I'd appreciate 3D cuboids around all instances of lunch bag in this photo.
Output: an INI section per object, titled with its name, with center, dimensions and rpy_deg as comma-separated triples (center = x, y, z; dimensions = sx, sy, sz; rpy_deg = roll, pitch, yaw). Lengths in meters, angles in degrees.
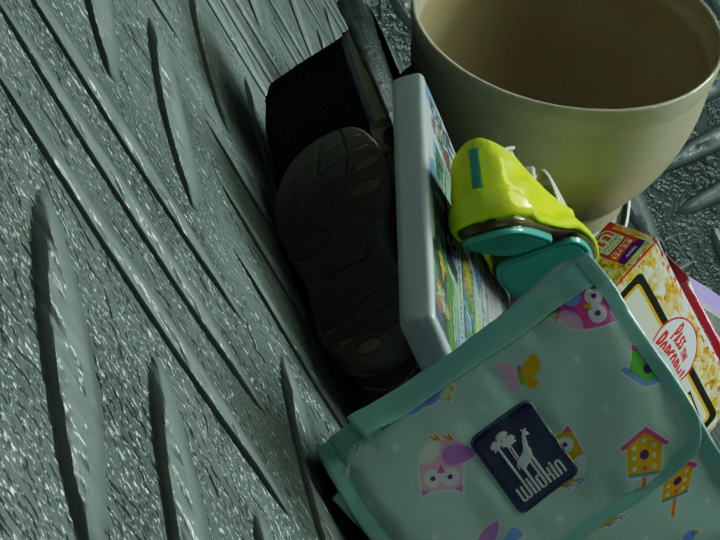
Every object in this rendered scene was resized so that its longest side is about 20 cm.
[lunch bag]
center = 0.083, 0.094, 1.262
dimensions = 0.122, 0.170, 0.200
rpy_deg = 57, 2, 38

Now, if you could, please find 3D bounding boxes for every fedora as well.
[fedora]
center = -0.003, -0.067, 1.637
dimensions = 0.201, 0.091, 0.201
rpy_deg = -21, 90, -85

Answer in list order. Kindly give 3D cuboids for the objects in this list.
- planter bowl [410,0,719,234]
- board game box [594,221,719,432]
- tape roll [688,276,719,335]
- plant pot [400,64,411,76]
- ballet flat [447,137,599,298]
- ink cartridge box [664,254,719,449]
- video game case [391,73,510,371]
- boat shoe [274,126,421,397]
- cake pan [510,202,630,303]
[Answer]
[planter bowl]
center = 0.122, -0.105, 1.668
dimensions = 0.201, 0.199, 0.135
rpy_deg = -112, -156, -49
[board game box]
center = 0.136, 0.094, 1.613
dimensions = 0.046, 0.200, 0.152
rpy_deg = 22, -29, 49
[tape roll]
center = 0.239, 0.079, 1.954
dimensions = 0.199, 0.066, 0.200
rpy_deg = 28, 27, -16
[plant pot]
center = 0.084, -0.065, 1.988
dimensions = 0.201, 0.177, 0.199
rpy_deg = 61, 6, 6
[ballet flat]
center = 0.093, -0.033, 1.500
dimensions = 0.200, 0.067, 0.067
rpy_deg = 32, 43, -70
[ink cartridge box]
center = 0.163, 0.105, 1.780
dimensions = 0.146, 0.199, 0.145
rpy_deg = 61, 3, -8
[video game case]
center = 0.056, 0.018, 1.477
dimensions = 0.201, 0.022, 0.183
rpy_deg = -90, 162, -46
[boat shoe]
center = 0.000, 0.000, 1.493
dimensions = 0.201, 0.075, 0.072
rpy_deg = -99, 163, -45
[cake pan]
center = 0.085, -0.046, 1.777
dimensions = 0.201, 0.200, 0.037
rpy_deg = 65, 7, 31
